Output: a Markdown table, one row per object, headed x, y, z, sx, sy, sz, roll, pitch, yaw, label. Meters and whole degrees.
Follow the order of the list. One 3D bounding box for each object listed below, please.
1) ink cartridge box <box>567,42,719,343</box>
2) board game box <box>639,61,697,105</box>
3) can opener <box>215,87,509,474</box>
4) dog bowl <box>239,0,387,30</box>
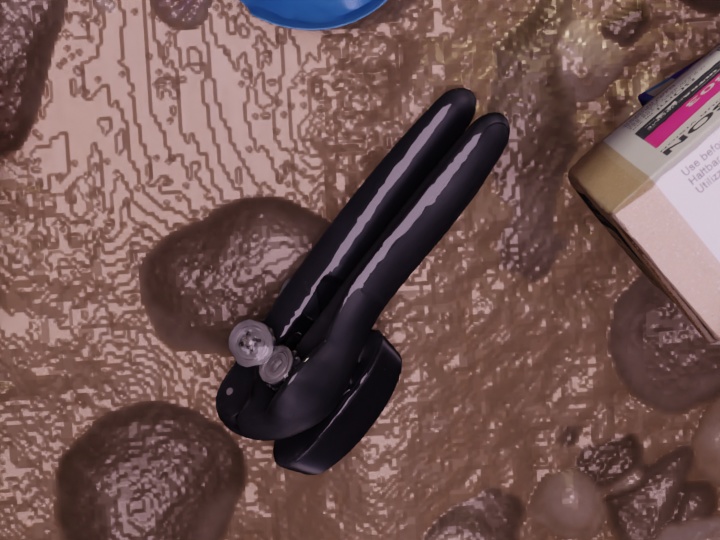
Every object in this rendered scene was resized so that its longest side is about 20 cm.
| x | y | z | sx | sy | sz | roll | pitch | yaw | label |
| --- | --- | --- | --- | --- | --- | --- | --- | --- | --- |
| 0.192 | -0.069 | 1.139 | 0.200 | 0.165 | 0.075 | -40 | 96 | 3 | ink cartridge box |
| 0.242 | -0.032 | 1.258 | 0.134 | 0.045 | 0.200 | -33 | 97 | 3 | board game box |
| 0.000 | 0.000 | 1.265 | 0.063 | 0.079 | 0.200 | 32 | 93 | 34 | can opener |
| -0.067 | -0.183 | 1.238 | 0.200 | 0.050 | 0.112 | 19 | 96 | -4 | dog bowl |
